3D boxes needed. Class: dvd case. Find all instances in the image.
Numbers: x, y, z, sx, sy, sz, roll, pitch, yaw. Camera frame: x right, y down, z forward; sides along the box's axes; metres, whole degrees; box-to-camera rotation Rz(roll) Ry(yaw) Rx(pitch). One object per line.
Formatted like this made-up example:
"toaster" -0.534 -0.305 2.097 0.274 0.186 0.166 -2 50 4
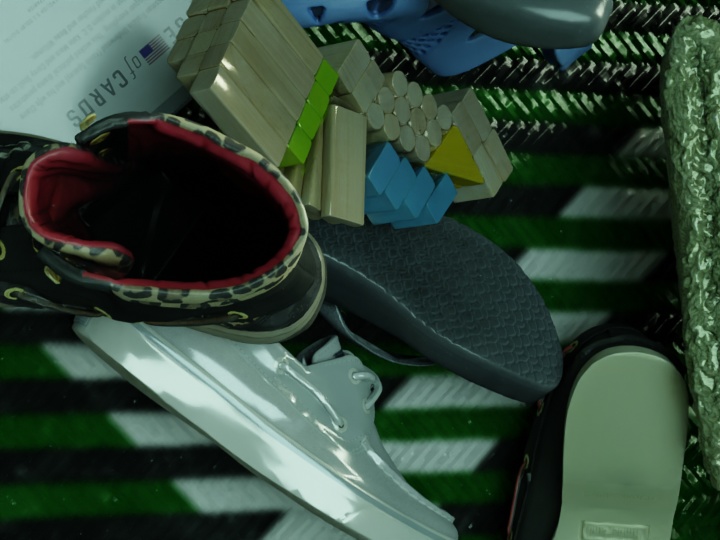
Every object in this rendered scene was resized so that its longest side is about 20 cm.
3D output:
"dvd case" -0.137 -0.146 0.788 0.150 0.025 0.200 -42 105 -15

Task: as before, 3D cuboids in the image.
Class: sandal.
"sandal" 0.039 -0.121 0.820 0.199 0.080 0.088 -8 128 -21
"sandal" 0.000 -0.001 0.829 0.199 0.043 0.076 28 41 -8

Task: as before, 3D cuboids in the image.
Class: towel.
"towel" 0.157 -0.011 0.844 0.036 0.148 0.202 -5 93 10

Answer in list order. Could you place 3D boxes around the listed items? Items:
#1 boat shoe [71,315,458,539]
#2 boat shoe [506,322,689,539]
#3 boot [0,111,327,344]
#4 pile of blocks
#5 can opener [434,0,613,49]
"boat shoe" -0.028 0.057 0.813 0.199 0.072 0.069 36 81 -7
"boat shoe" 0.103 0.124 0.856 0.073 0.063 0.203 11 103 -3
"boot" -0.107 -0.020 0.697 0.199 0.151 0.074 15 83 -2
"pile of blocks" -0.017 -0.053 0.785 0.199 0.062 0.083 20 69 -49
"can opener" 0.011 -0.149 0.735 0.199 0.053 0.067 23 58 0
